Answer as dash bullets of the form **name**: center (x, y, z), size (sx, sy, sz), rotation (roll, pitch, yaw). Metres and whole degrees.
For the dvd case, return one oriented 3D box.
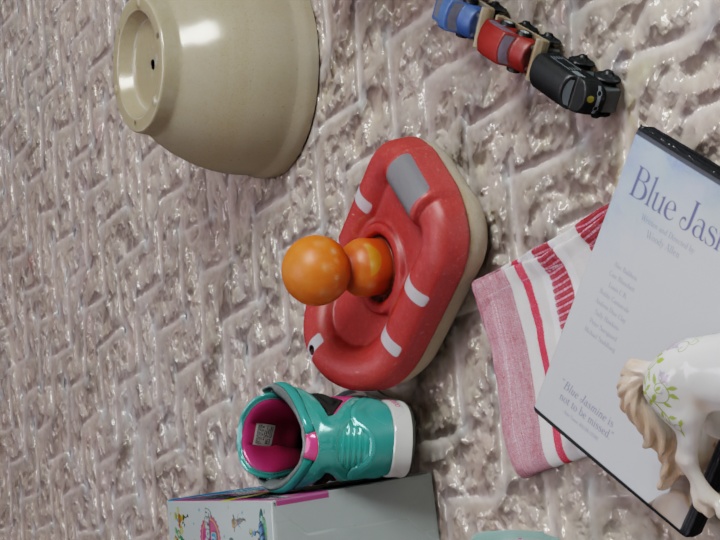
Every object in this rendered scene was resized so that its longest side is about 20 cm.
- **dvd case**: center (0.183, 0.035, 0.886), size (0.142, 0.017, 0.202), rotation (40, 121, 43)

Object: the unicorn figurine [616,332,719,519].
- **unicorn figurine**: center (0.217, 0.052, 0.786), size (0.199, 0.074, 0.138), rotation (-26, 95, 28)

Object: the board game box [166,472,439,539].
- **board game box**: center (-0.051, 0.205, 1.203), size (0.199, 0.146, 0.065), rotation (-17, 79, 58)

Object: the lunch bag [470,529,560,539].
- **lunch bag**: center (0.086, 0.263, 0.933), size (0.171, 0.198, 0.123), rotation (52, 156, 42)

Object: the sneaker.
- **sneaker**: center (-0.041, 0.131, 1.177), size (0.200, 0.119, 0.085), rotation (166, 107, -73)

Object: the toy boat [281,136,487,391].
- **toy boat**: center (0.000, 0.000, 1.116), size (0.131, 0.129, 0.201), rotation (60, 140, 38)

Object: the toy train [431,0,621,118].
- **toy train**: center (0.103, -0.151, 1.011), size (0.200, 0.045, 0.034), rotation (45, 129, 49)

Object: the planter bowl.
- **planter bowl**: center (-0.142, -0.184, 1.342), size (0.199, 0.133, 0.203), rotation (5, 96, 59)

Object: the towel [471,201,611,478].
- **towel**: center (0.145, 0.045, 0.979), size (0.200, 0.023, 0.146), rotation (-34, 64, 55)
